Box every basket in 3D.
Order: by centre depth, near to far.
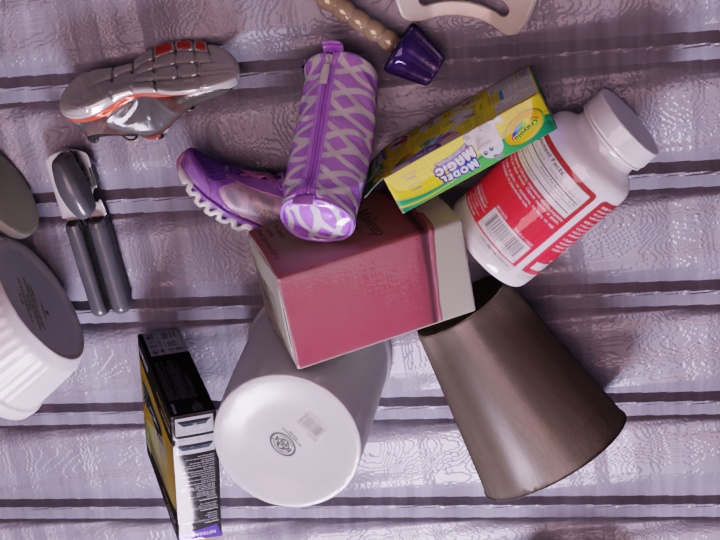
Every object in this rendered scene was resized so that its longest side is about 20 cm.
[{"bbox_3d":[0.158,0.119,1.476,0.179,0.136,0.201,-30,102,19],"label":"basket"}]

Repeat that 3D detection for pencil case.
[{"bbox_3d":[-0.030,-0.128,1.362,0.083,0.202,0.086,1,151,9],"label":"pencil case"}]

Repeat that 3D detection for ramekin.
[{"bbox_3d":[-0.387,0.055,1.509,0.094,0.203,0.203,-31,106,9],"label":"ramekin"}]

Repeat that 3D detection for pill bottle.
[{"bbox_3d":[0.197,-0.085,1.385,0.112,0.113,0.200,44,113,-11],"label":"pill bottle"}]

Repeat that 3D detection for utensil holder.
[{"bbox_3d":[-0.061,0.134,1.479,0.168,0.200,0.172,4,115,8],"label":"utensil holder"}]

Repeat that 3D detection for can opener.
[{"bbox_3d":[-0.305,-0.036,1.517,0.053,0.067,0.202,-7,112,13],"label":"can opener"}]

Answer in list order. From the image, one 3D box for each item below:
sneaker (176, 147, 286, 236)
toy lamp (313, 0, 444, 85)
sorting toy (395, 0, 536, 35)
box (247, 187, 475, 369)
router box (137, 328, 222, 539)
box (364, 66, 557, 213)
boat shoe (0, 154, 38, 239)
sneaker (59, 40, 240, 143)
[{"bbox_3d":[-0.102,-0.078,1.464,0.199,0.081,0.089,34,110,-13],"label":"sneaker"},{"bbox_3d":[-0.006,-0.253,1.376,0.199,0.058,0.059,31,115,-5],"label":"toy lamp"},{"bbox_3d":[0.105,-0.316,1.312,0.197,0.107,0.182,9,122,5],"label":"sorting toy"},{"bbox_3d":[0.000,0.000,1.404,0.198,0.128,0.110,-18,118,-12],"label":"box"},{"bbox_3d":[-0.202,0.179,1.525,0.052,0.200,0.159,-8,115,-16],"label":"router box"},{"bbox_3d":[0.095,-0.125,1.369,0.198,0.118,0.049,-26,108,12],"label":"box"},{"bbox_3d":[-0.442,-0.107,1.517,0.201,0.070,0.071,47,130,-12],"label":"boat shoe"},{"bbox_3d":[-0.213,-0.181,1.449,0.197,0.078,0.082,-9,139,14],"label":"sneaker"}]
